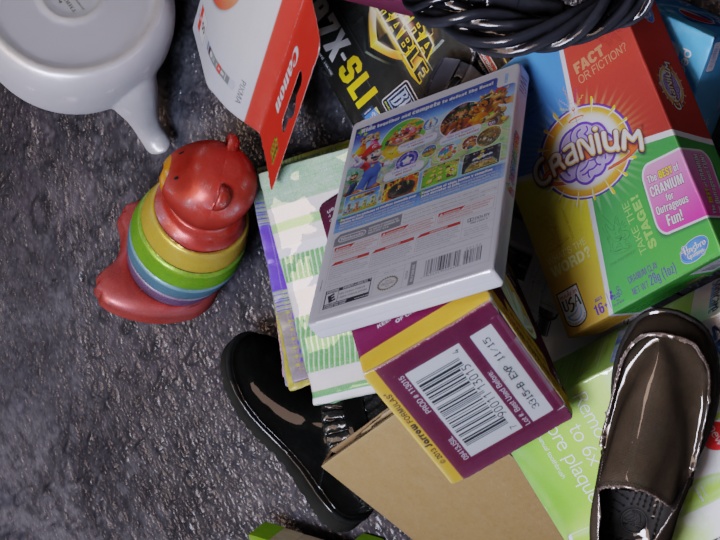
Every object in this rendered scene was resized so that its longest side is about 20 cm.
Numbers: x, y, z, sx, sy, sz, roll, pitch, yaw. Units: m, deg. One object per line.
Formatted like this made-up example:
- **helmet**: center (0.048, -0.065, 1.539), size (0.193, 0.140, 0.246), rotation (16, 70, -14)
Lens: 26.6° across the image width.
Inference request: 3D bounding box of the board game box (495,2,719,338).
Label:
- **board game box**: center (0.171, -0.074, 1.059), size (0.153, 0.040, 0.201), rotation (-35, 69, 46)

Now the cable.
- **cable**: center (0.106, -0.215, 1.015), size (0.199, 0.163, 0.051), rotation (34, 162, 27)

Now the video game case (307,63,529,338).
- **video game case**: center (0.042, -0.050, 1.042), size (0.142, 0.201, 0.018), rotation (-18, 131, 29)

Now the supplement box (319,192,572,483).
- **supplement box**: center (0.057, 0.026, 1.075), size (0.103, 0.131, 0.201), rotation (-31, 37, 11)

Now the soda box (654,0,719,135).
- **soda box**: center (0.207, -0.090, 1.103), size (0.068, 0.064, 0.201), rotation (31, 118, 29)

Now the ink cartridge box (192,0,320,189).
- **ink cartridge box**: center (-0.089, -0.192, 1.250), size (0.163, 0.050, 0.201), rotation (113, 153, -45)

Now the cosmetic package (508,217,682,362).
- **cosmetic package**: center (0.167, 0.032, 1.176), size (0.199, 0.050, 0.083), rotation (27, 118, 31)

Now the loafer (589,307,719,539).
- **loafer**: center (0.193, 0.124, 1.003), size (0.072, 0.071, 0.202), rotation (9, 109, 13)

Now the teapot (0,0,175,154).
- **teapot**: center (-0.265, -0.225, 1.397), size (0.146, 0.196, 0.202), rotation (114, 160, -71)

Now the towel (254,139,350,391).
- **towel**: center (-0.019, -0.009, 1.291), size (0.143, 0.023, 0.202), rotation (-15, 78, 25)

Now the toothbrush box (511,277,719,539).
- **toothbrush box**: center (0.219, 0.112, 1.077), size (0.199, 0.086, 0.146), rotation (-29, 98, 21)

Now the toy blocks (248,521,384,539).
- **toy blocks**: center (-0.018, 0.321, 1.382), size (0.199, 0.100, 0.138), rotation (9, 118, 36)

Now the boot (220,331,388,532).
- **boot**: center (-0.018, 0.111, 1.325), size (0.212, 0.079, 0.158), rotation (51, 132, 7)

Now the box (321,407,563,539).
- **box**: center (0.086, 0.182, 1.229), size (0.200, 0.021, 0.163), rotation (39, 136, -11)

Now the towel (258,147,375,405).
- **towel**: center (0.000, 0.000, 1.236), size (0.152, 0.023, 0.202), rotation (-15, 88, 30)

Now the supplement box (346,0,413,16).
- **supplement box**: center (0.020, -0.299, 1.125), size (0.109, 0.086, 0.202), rotation (15, 92, 6)

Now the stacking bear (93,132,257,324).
- **stacking bear**: center (-0.149, -0.043, 1.336), size (0.113, 0.122, 0.200), rotation (21, 147, -11)

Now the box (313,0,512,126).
- **box**: center (0.036, -0.195, 1.226), size (0.159, 0.049, 0.201), rotation (-37, 78, 40)

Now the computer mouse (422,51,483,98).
- **computer mouse**: center (0.081, -0.163, 1.146), size (0.058, 0.034, 0.201), rotation (29, 118, 30)
